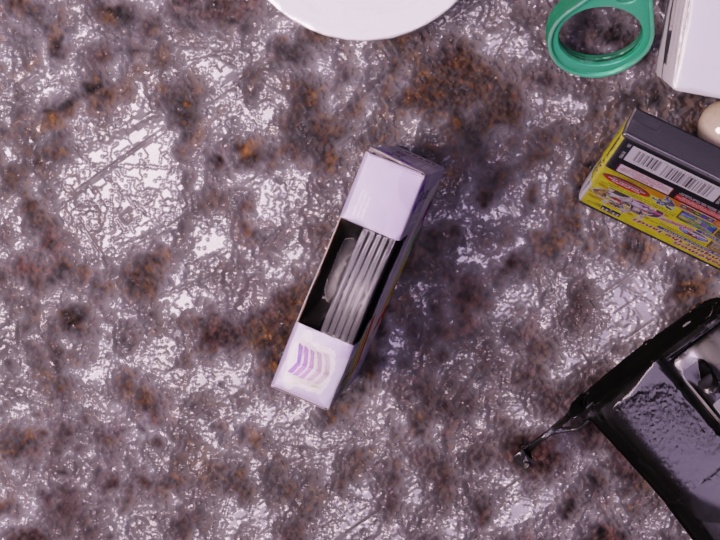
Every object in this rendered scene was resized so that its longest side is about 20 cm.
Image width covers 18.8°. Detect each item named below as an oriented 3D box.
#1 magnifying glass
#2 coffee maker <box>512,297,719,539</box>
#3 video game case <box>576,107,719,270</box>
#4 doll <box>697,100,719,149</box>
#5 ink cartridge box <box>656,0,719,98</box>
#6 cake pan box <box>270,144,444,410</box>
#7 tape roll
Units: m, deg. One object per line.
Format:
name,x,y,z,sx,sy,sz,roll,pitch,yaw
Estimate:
magnifying glass,0.196,-0.209,1.573,0.079,0.022,0.200,11,141,-14
coffee maker,0.259,0.151,1.631,0.192,0.135,0.200,-37,91,30
video game case,0.265,-0.041,1.573,0.200,0.181,0.026,26,76,1
doll,0.314,-0.083,1.567,0.200,0.136,0.049,12,115,-39
ink cartridge box,0.292,-0.161,1.547,0.145,0.200,0.084,9,99,3
cake pan box,0.000,0.000,1.587,0.052,0.200,0.185,21,95,4
tape roll,0.004,-0.273,1.622,0.202,0.071,0.203,1,96,5
